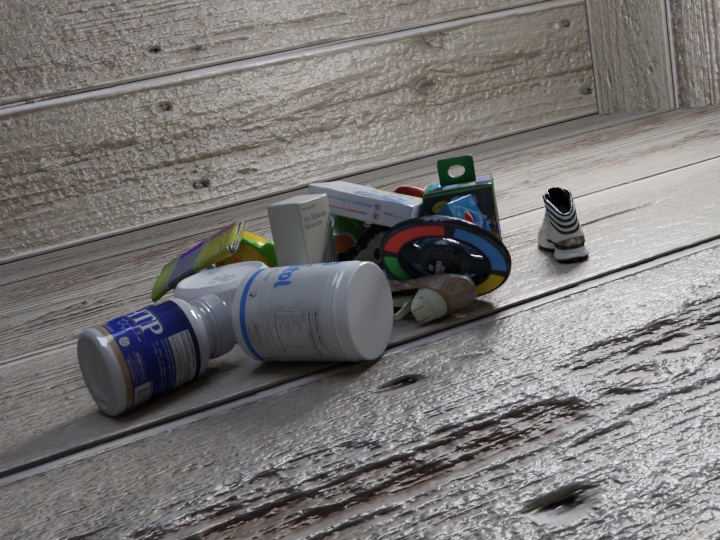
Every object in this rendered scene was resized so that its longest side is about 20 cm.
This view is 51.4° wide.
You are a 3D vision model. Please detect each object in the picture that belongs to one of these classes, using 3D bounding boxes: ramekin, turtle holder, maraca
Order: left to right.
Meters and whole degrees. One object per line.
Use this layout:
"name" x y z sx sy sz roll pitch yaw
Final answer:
"ramekin" -0.231 0.052 1.290 0.197 0.097 0.203 -12 13 3
"maraca" -0.215 -0.018 1.519 0.195 0.138 0.109 3 52 30
"turtle holder" -0.057 -0.042 1.416 0.131 0.143 0.184 -34 44 -26

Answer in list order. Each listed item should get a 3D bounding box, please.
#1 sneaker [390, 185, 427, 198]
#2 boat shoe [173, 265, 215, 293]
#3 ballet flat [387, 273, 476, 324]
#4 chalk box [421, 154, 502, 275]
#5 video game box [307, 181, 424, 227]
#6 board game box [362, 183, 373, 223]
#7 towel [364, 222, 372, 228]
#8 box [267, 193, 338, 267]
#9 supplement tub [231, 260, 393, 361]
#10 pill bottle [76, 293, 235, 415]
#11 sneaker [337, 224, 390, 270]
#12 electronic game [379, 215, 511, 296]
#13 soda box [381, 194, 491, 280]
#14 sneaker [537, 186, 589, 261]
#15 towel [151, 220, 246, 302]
"sneaker" 0.119 -0.142 1.468 0.114 0.080 0.198 -22 19 -30
"boat shoe" -0.322 0.048 1.456 0.067 0.075 0.200 -26 22 13
"ballet flat" 0.082 0.049 1.115 0.197 0.069 0.067 -7 31 44
"chalk box" 0.177 -0.095 1.289 0.121 0.206 0.124 -7 12 12
"video game box" 0.019 -0.115 1.292 0.177 0.048 0.200 11 10 12
"board game box" -0.031 -0.091 1.600 0.166 0.056 0.200 -52 0 19
"towel" 0.110 -0.102 1.524 0.197 0.023 0.142 3 20 44
"box" -0.082 -0.012 1.178 0.067 0.206 0.082 0 16 36
"supplement tub" -0.067 0.058 1.029 0.196 0.136 0.131 -5 14 31
"pill bottle" -0.279 0.107 1.044 0.198 0.123 0.118 -23 17 -41
"sneaker" 0.000 0.000 1.307 0.198 0.078 0.085 -35 -26 15
"electronic game" 0.124 -0.015 1.101 0.195 0.201 0.042 -5 55 29
"soda box" 0.117 -0.035 1.202 0.063 0.069 0.200 -22 -14 -39
"sneaker" 0.353 -0.094 1.318 0.074 0.119 0.201 -11 13 3
"towel" -0.307 -0.021 1.427 0.197 0.023 0.144 -30 23 12
